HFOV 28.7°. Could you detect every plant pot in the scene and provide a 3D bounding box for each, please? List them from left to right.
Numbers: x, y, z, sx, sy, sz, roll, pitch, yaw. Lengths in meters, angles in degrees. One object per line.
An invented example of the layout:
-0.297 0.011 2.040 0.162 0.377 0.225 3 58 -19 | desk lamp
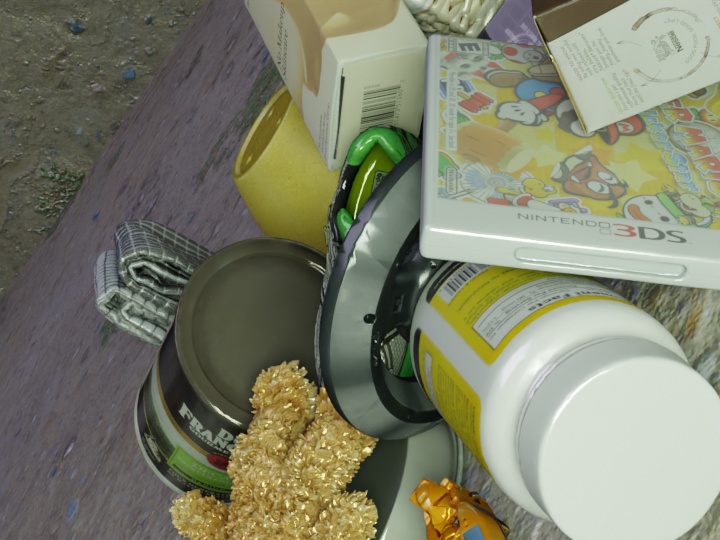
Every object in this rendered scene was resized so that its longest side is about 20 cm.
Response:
-0.028 -0.086 1.235 0.200 0.141 0.201 -50 21 27 | plant pot

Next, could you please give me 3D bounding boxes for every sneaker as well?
0.000 0.000 0.935 0.085 0.077 0.202 19 -104 -72 | sneaker

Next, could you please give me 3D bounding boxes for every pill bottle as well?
0.102 0.060 0.723 0.115 0.114 0.200 -57 19 6 | pill bottle

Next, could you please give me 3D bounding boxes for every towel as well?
-0.137 0.033 1.249 0.086 0.199 0.166 -59 17 3 | towel

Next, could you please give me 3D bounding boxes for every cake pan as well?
-0.004 0.173 0.947 0.201 0.037 0.201 -50 21 27 | cake pan

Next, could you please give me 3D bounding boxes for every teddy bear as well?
-0.053 0.152 0.882 0.144 0.067 0.201 28 84 28 | teddy bear

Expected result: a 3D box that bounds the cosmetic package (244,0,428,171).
-0.022 -0.180 1.025 0.106 0.070 0.201 97 154 -46 | cosmetic package

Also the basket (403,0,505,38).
0.106 -0.247 1.102 0.201 0.160 0.198 -62 19 -5 | basket

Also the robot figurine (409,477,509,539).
0.048 0.200 0.736 0.146 0.058 0.200 -56 18 12 | robot figurine

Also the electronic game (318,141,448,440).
0.049 0.009 0.848 0.041 0.200 0.201 26 85 37 | electronic game

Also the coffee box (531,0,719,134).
0.195 -0.168 0.756 0.198 0.080 0.115 -21 33 18 | coffee box

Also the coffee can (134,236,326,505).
-0.084 0.082 1.058 0.200 0.145 0.147 127 166 -61 | coffee can

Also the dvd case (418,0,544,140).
0.113 -0.101 0.966 0.200 0.016 0.149 -51 56 23 | dvd case

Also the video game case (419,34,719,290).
0.124 -0.065 0.772 0.201 0.180 0.023 -85 2 -52 | video game case
